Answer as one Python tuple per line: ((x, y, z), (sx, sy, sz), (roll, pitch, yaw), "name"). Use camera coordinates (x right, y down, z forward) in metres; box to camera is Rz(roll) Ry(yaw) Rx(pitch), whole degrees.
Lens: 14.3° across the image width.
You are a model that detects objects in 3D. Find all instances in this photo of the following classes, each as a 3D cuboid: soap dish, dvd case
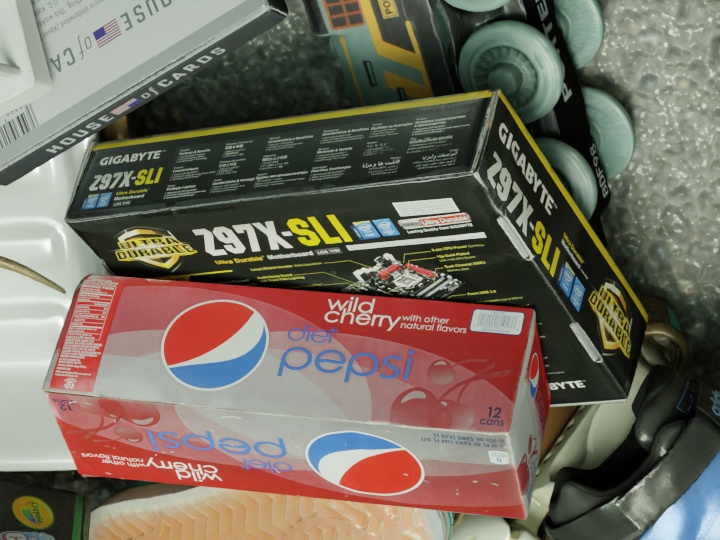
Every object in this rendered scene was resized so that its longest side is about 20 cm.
((-0.167, -0.009, 1.295), (0.156, 0.081, 0.201), (-2, 111, 11), "soap dish")
((-0.128, -0.157, 1.203), (0.150, 0.025, 0.201), (-29, 72, 20), "dvd case")

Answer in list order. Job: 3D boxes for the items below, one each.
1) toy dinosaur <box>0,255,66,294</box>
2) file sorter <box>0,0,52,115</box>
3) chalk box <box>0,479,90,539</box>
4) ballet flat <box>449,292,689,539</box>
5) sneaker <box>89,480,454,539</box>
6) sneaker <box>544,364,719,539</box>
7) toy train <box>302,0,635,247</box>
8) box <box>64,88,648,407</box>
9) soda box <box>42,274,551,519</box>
((-0.233, -0.004, 1.218), (0.199, 0.101, 0.059), (-11, 81, 3), "toy dinosaur")
((-0.237, -0.147, 1.174), (0.138, 0.124, 0.201), (-23, 74, 26), "file sorter")
((-0.184, 0.168, 1.263), (0.199, 0.125, 0.125), (11, 112, -6), "chalk box")
((0.081, 0.097, 1.251), (0.068, 0.072, 0.200), (39, 84, -14), "ballet flat")
((-0.032, 0.100, 1.286), (0.199, 0.080, 0.072), (-8, 113, 38), "sneaker")
((0.169, 0.077, 1.179), (0.199, 0.077, 0.111), (-33, 97, 11), "sneaker")
((0.042, -0.090, 1.226), (0.113, 0.085, 0.201), (-7, 114, 28), "toy train")
((0.000, 0.000, 1.212), (0.199, 0.050, 0.160), (-6, 139, 30), "box")
((-0.025, 0.051, 1.193), (0.199, 0.064, 0.070), (5, 146, 14), "soda box")
